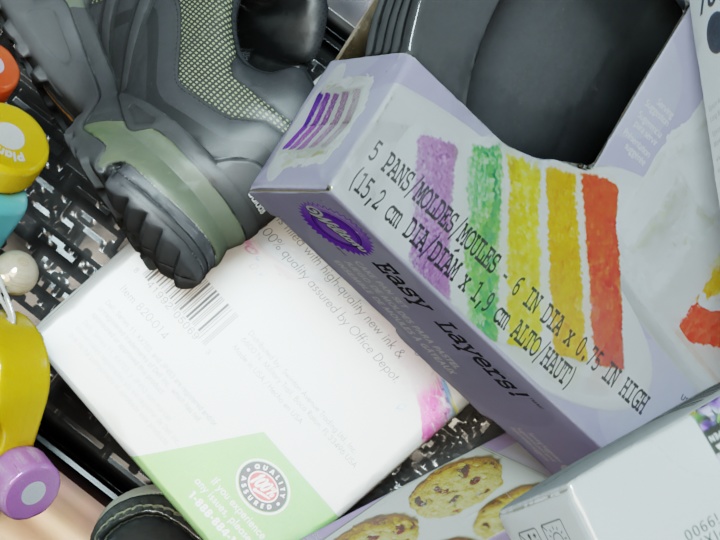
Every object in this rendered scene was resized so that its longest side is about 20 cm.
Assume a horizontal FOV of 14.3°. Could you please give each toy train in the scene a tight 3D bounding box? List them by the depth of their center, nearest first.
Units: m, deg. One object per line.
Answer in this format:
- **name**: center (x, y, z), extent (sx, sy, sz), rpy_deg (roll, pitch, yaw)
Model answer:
- **toy train**: center (-0.161, 0.018, 0.965), extent (0.056, 0.150, 0.200), rpy_deg (-3, 97, -38)

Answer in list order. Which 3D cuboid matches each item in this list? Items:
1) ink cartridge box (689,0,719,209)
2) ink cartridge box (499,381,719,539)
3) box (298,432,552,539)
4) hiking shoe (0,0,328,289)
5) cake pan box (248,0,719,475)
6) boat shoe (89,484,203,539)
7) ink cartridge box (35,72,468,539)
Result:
- **ink cartridge box**: center (0.156, -0.041, 0.873), extent (0.099, 0.039, 0.200), rpy_deg (2, 72, -21)
- **ink cartridge box**: center (0.137, 0.133, 0.859), extent (0.109, 0.050, 0.200), rpy_deg (-27, 87, -28)
- **box**: center (0.038, 0.088, 0.954), extent (0.200, 0.039, 0.041), rpy_deg (-25, 47, -20)
- **hiking shoe**: center (-0.061, -0.079, 0.958), extent (0.101, 0.076, 0.200), rpy_deg (-30, 48, -4)
- **cake pan box**: center (0.081, -0.042, 0.907), extent (0.200, 0.052, 0.184), rpy_deg (44, 66, -27)
- **boat shoe**: center (-0.035, 0.165, 1.000), extent (0.072, 0.068, 0.200), rpy_deg (-28, 85, 7)
- **ink cartridge box**: center (0.000, 0.000, 0.980), extent (0.200, 0.067, 0.117), rpy_deg (-41, 89, -4)
